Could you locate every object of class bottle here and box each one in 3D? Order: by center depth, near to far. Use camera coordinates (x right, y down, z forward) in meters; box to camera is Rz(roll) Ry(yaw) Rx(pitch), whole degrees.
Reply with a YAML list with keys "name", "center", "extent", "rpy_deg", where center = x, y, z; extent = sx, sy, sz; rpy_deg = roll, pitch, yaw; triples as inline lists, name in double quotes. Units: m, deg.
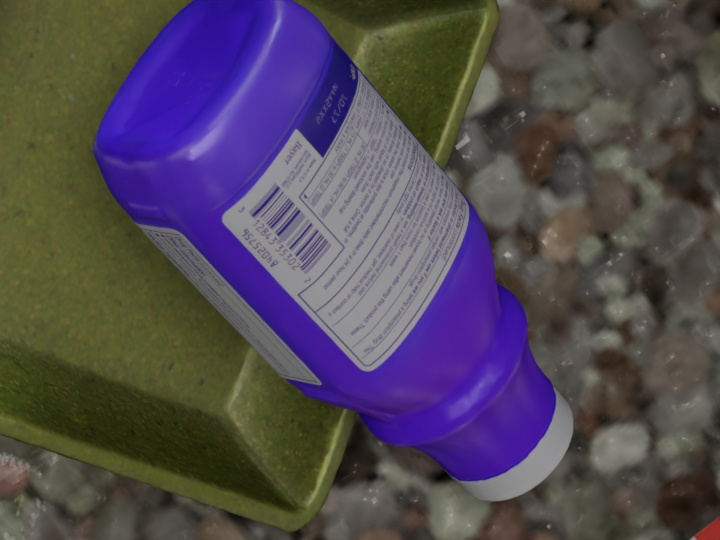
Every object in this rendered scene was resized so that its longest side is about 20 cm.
- name: "bottle"
  center: [0.000, 0.000, 0.876]
  extent: [0.200, 0.065, 0.084]
  rpy_deg: [48, 64, -36]

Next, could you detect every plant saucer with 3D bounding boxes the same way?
- name: "plant saucer"
  center: [-0.066, -0.036, 0.888]
  extent: [0.200, 0.048, 0.200]
  rpy_deg: [23, 85, -40]

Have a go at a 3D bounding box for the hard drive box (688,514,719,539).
- name: "hard drive box"
  center: [0.217, 0.134, 0.869]
  extent: [0.156, 0.077, 0.200]
  rpy_deg: [-39, 62, 6]
